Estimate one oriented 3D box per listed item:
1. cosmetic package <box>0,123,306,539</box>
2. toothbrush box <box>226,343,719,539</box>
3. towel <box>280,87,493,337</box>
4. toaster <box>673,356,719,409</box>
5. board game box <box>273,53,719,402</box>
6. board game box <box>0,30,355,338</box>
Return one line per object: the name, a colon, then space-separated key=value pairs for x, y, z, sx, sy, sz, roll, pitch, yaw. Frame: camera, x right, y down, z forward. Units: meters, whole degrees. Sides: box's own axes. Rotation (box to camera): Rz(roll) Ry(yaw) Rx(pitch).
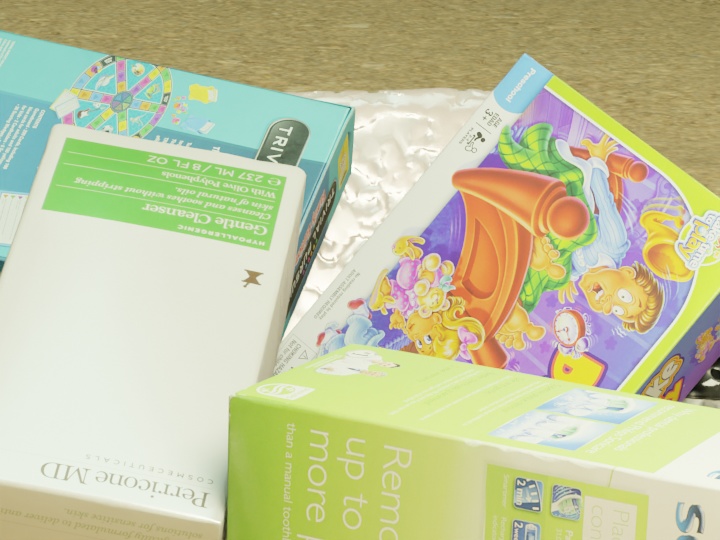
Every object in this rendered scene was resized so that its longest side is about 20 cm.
cosmetic package: x=-0.088 y=0.044 z=1.017 sx=0.107 sy=0.085 sz=0.201 roll=10 pitch=39 yaw=0
toothbrush box: x=0.058 y=0.116 z=0.912 sx=0.199 sy=0.147 sz=0.086 roll=10 pitch=16 yaw=28
towel: x=0.000 y=0.000 z=1.354 sx=0.199 sy=0.192 sz=0.032 roll=-1 pitch=-20 yaw=-11
toaster: x=0.115 y=0.064 z=1.197 sx=0.199 sy=0.119 sz=0.181 roll=7 pitch=15 yaw=23
board game box: x=0.055 y=0.032 z=1.093 sx=0.134 sy=0.200 sz=0.045 roll=39 pitch=-3 yaw=29
board game box: x=-0.118 y=-0.033 z=1.280 sx=0.199 sy=0.047 sz=0.151 roll=13 pitch=46 yaw=9
